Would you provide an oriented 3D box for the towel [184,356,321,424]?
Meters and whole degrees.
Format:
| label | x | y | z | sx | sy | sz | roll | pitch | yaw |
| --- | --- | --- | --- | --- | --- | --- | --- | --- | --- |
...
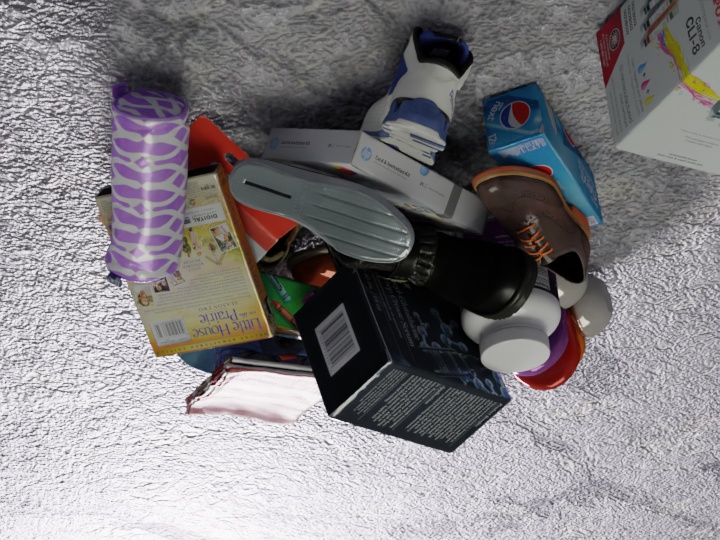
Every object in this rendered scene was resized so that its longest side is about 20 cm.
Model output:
| label | x | y | z | sx | sy | sz | roll | pitch | yaw |
| --- | --- | --- | --- | --- | --- | --- | --- | --- | --- |
| towel | -0.112 | 0.143 | 1.782 | 0.144 | 0.023 | 0.200 | 8 | 159 | -18 |

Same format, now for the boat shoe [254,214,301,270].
| label | x | y | z | sx | sy | sz | roll | pitch | yaw |
| --- | --- | --- | --- | --- | --- | --- | --- | --- | --- |
| boat shoe | -0.114 | -0.041 | 1.747 | 0.075 | 0.074 | 0.200 | 7 | 151 | -16 |

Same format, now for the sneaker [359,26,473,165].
| label | x | y | z | sx | sy | sz | roll | pitch | yaw |
| --- | --- | --- | --- | --- | --- | --- | --- | --- | --- |
| sneaker | 0.065 | -0.175 | 1.524 | 0.080 | 0.115 | 0.199 | 24 | 175 | -8 |

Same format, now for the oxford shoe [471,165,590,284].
| label | x | y | z | sx | sy | sz | roll | pitch | yaw |
| --- | --- | --- | --- | --- | --- | --- | --- | --- | --- |
| oxford shoe | 0.188 | -0.048 | 1.626 | 0.071 | 0.073 | 0.200 | -25 | 143 | 31 |

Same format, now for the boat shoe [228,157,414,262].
| label | x | y | z | sx | sy | sz | roll | pitch | yaw |
| --- | --- | --- | --- | --- | --- | --- | --- | --- | --- |
| boat shoe | -0.033 | -0.073 | 1.568 | 0.200 | 0.067 | 0.074 | 26 | 113 | 3 |

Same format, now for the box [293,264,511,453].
| label | x | y | z | sx | sy | sz | roll | pitch | yaw |
| --- | --- | --- | --- | --- | --- | --- | --- | --- | --- |
| box | 0.047 | 0.098 | 1.709 | 0.200 | 0.149 | 0.107 | 21 | 126 | -42 |

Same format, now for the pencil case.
| label | x | y | z | sx | sy | sz | roll | pitch | yaw |
| --- | --- | --- | --- | --- | --- | --- | --- | --- | --- |
| pencil case | -0.221 | -0.086 | 1.579 | 0.084 | 0.085 | 0.200 | -20 | 128 | -46 |

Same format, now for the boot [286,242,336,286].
| label | x | y | z | sx | sy | sz | roll | pitch | yaw |
| --- | --- | --- | --- | --- | --- | --- | --- | --- | --- |
| boot | 0.008 | 0.027 | 1.846 | 0.199 | 0.108 | 0.075 | 8 | 154 | -11 |

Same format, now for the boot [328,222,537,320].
| label | x | y | z | sx | sy | sz | roll | pitch | yaw |
| --- | --- | --- | --- | --- | --- | --- | --- | --- | --- |
| boot | 0.070 | -0.014 | 1.616 | 0.158 | 0.080 | 0.211 | 24 | 172 | -32 |

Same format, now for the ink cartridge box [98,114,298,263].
| label | x | y | z | sx | sy | sz | roll | pitch | yaw |
| --- | --- | --- | --- | --- | --- | --- | --- | --- | --- |
| ink cartridge box | -0.172 | -0.057 | 1.672 | 0.162 | 0.050 | 0.200 | 43 | 138 | -11 |

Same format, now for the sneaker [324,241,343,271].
| label | x | y | z | sx | sy | sz | roll | pitch | yaw |
| --- | --- | --- | --- | --- | --- | --- | --- | --- | --- |
| sneaker | 0.003 | -0.002 | 1.748 | 0.060 | 0.104 | 0.200 | -32 | 104 | 4 |

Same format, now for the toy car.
| label | x | y | z | sx | sy | sz | roll | pitch | yaw |
| --- | --- | --- | --- | --- | --- | --- | --- | --- | --- |
| toy car | 0.210 | 0.067 | 1.885 | 0.175 | 0.150 | 0.200 | -16 | 147 | 22 |

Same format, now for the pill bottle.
| label | x | y | z | sx | sy | sz | roll | pitch | yaw |
| --- | --- | --- | --- | --- | --- | --- | --- | --- | --- |
| pill bottle | 0.164 | 0.009 | 1.732 | 0.112 | 0.200 | 0.113 | -3 | 149 | -2 |

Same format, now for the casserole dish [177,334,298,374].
| label | x | y | z | sx | sy | sz | roll | pitch | yaw |
| --- | --- | --- | --- | --- | --- | --- | --- | --- | --- |
| casserole dish | -0.150 | 0.085 | 1.929 | 0.200 | 0.121 | 0.039 | 17 | 126 | -29 |

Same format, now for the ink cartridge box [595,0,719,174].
| label | x | y | z | sx | sy | sz | roll | pitch | yaw |
| --- | --- | --- | --- | --- | --- | --- | --- | --- | --- |
| ink cartridge box | 0.339 | -0.209 | 1.430 | 0.144 | 0.146 | 0.200 | 12 | 146 | -23 |

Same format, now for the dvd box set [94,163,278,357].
| label | x | y | z | sx | sy | sz | roll | pitch | yaw |
| --- | --- | --- | --- | --- | --- | --- | --- | --- | --- |
| dvd box set | -0.187 | -0.008 | 1.667 | 0.146 | 0.029 | 0.200 | -11 | 113 | 18 |

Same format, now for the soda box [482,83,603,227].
| label | x | y | z | sx | sy | sz | roll | pitch | yaw |
| --- | --- | --- | --- | --- | --- | --- | --- | --- | --- |
| soda box | 0.198 | -0.114 | 1.656 | 0.064 | 0.068 | 0.200 | -17 | 147 | 19 |

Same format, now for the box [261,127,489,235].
| label | x | y | z | sx | sy | sz | roll | pitch | yaw |
| --- | --- | --- | --- | --- | --- | --- | --- | --- | --- |
| box | 0.017 | -0.095 | 1.636 | 0.200 | 0.041 | 0.156 | 24 | 170 | -38 |

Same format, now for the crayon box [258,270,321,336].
| label | x | y | z | sx | sy | sz | roll | pitch | yaw |
| --- | --- | --- | --- | --- | --- | --- | --- | --- | --- |
| crayon box | -0.122 | 0.038 | 1.817 | 0.119 | 0.058 | 0.200 | 16 | 173 | -29 |

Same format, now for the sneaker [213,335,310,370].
| label | x | y | z | sx | sy | sz | roll | pitch | yaw |
| --- | --- | --- | --- | --- | --- | --- | --- | --- | --- |
| sneaker | -0.102 | 0.118 | 1.864 | 0.200 | 0.079 | 0.075 | 15 | 176 | -35 |
